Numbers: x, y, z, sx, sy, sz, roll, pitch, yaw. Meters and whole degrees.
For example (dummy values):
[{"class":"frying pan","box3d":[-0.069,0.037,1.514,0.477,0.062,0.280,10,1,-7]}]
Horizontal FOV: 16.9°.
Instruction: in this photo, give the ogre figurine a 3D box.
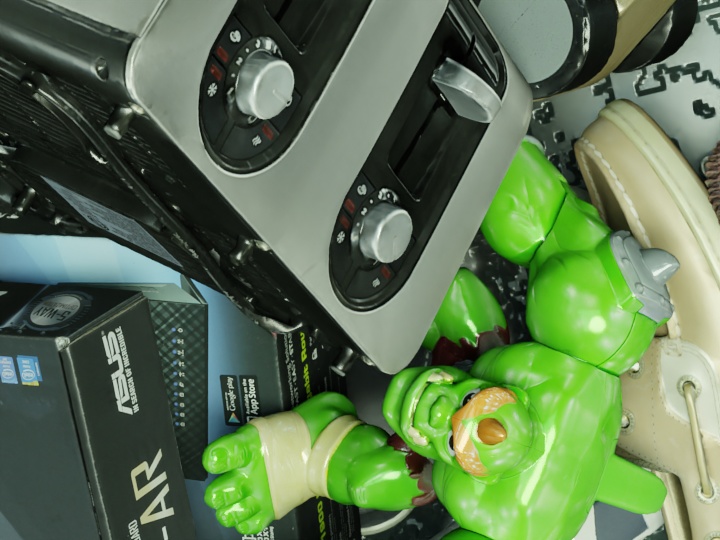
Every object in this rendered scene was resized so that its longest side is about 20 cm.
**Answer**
[{"class":"ogre figurine","box3d":[0.031,0.043,0.770,0.120,0.098,0.200,20,68,41]}]

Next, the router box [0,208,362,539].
[{"class":"router box","box3d":[-0.082,0.066,0.867,0.149,0.062,0.201,2,112,20]}]

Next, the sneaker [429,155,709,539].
[{"class":"sneaker","box3d":[0.077,0.034,0.871,0.199,0.079,0.130,-32,88,10]}]

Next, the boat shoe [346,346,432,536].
[{"class":"boat shoe","box3d":[0.000,0.000,0.889,0.074,0.062,0.201,6,97,7]}]

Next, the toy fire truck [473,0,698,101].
[{"class":"toy fire truck","box3d":[0.048,-0.175,0.771,0.200,0.129,0.176,48,120,13]}]

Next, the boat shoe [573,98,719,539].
[{"class":"boat shoe","box3d":[0.106,0.043,0.799,0.065,0.072,0.201,-22,101,-2]}]

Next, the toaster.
[{"class":"toaster","box3d":[-0.064,-0.077,0.714,0.200,0.181,0.119,24,74,35]}]

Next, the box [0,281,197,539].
[{"class":"box","box3d":[-0.147,0.083,0.832,0.199,0.044,0.161,4,113,34]}]

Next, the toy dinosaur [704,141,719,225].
[{"class":"toy dinosaur","box3d":[0.160,-0.038,0.767,0.136,0.200,0.086,59,142,17]}]
